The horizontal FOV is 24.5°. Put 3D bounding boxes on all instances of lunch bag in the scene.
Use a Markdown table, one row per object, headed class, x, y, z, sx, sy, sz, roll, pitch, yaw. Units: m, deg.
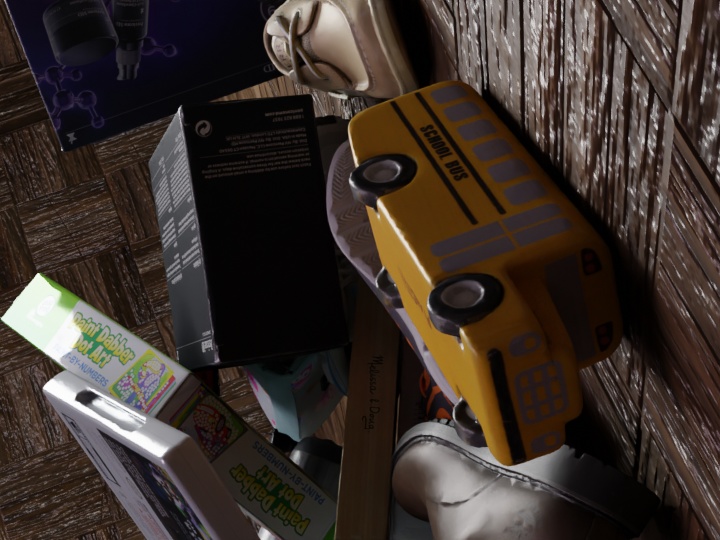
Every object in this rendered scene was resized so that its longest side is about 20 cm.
| class | x | y | z | sx | sy | sz | roll | pitch | yaw |
| --- | --- | --- | --- | --- | --- | --- | --- | --- | --- |
| lunch bag | -0.048 | 0.013 | 1.213 | 0.170 | 0.122 | 0.200 | 89 | 179 | -69 |

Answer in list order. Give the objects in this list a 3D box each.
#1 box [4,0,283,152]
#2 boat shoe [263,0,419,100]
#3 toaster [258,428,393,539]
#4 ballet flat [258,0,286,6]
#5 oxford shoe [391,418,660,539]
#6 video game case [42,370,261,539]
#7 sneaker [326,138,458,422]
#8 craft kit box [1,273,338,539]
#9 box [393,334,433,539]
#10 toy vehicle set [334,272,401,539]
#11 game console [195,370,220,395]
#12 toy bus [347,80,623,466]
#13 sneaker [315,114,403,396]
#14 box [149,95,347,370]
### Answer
| class | x | y | z | sx | sy | sz | roll | pitch | yaw |
| --- | --- | --- | --- | --- | --- | --- | --- | --- | --- |
| box | -0.135 | -0.185 | 1.130 | 0.079 | 0.200 | 0.141 | -120 | 11 | -55 |
| boat shoe | -0.016 | -0.125 | 0.918 | 0.200 | 0.065 | 0.072 | -133 | 25 | -75 |
| toaster | 0.000 | 0.201 | 1.133 | 0.200 | 0.129 | 0.114 | 24 | 164 | 5 |
| ballet flat | -0.058 | -0.256 | 1.025 | 0.067 | 0.057 | 0.200 | -80 | -12 | -47 |
| oxford shoe | 0.054 | 0.118 | 0.766 | 0.073 | 0.085 | 0.200 | 30 | 170 | -16 |
| video game case | -0.086 | 0.152 | 0.917 | 0.182 | 0.023 | 0.200 | 16 | 140 | 59 |
| sneaker | 0.039 | 0.024 | 0.871 | 0.112 | 0.077 | 0.200 | 82 | 166 | -56 |
| craft kit box | -0.106 | 0.097 | 1.028 | 0.200 | 0.049 | 0.198 | 26 | 162 | 51 |
| box | 0.041 | 0.094 | 1.005 | 0.200 | 0.036 | 0.145 | 90 | -176 | -65 |
| toy vehicle set | 0.006 | 0.108 | 0.938 | 0.124 | 0.026 | 0.200 | 90 | -177 | -47 |
| game console | -0.121 | 0.007 | 1.189 | 0.200 | 0.031 | 0.177 | 126 | 140 | -83 |
| toy bus | 0.049 | -0.006 | 0.692 | 0.200 | 0.078 | 0.065 | -120 | 13 | -56 |
| sneaker | 0.000 | 0.000 | 1.061 | 0.087 | 0.075 | 0.200 | -114 | 11 | -73 |
| box | -0.071 | -0.015 | 0.981 | 0.200 | 0.079 | 0.141 | 160 | 104 | -77 |
